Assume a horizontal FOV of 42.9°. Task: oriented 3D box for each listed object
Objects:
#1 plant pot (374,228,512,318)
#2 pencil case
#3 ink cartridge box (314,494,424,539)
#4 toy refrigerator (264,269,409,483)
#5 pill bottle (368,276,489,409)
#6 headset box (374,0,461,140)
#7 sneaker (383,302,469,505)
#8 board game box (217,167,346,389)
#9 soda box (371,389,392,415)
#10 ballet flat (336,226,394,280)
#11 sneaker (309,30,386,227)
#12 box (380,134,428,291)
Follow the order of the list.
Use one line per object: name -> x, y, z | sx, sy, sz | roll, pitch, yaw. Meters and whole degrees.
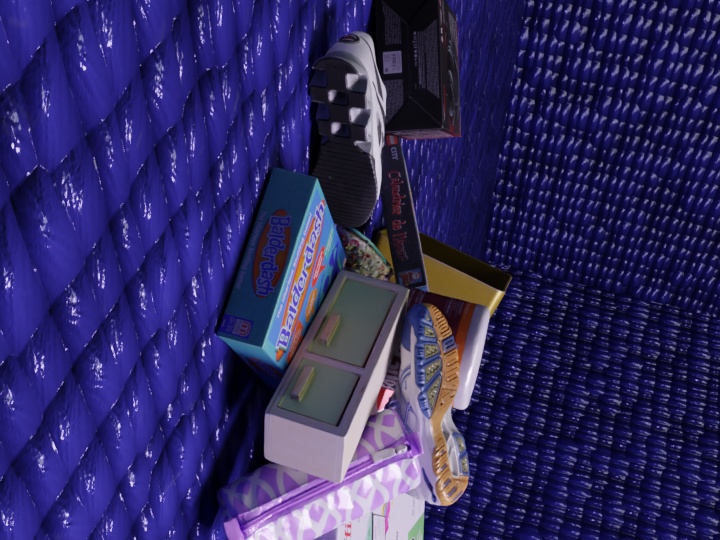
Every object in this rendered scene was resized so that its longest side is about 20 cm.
plant pot -> 0.099, 0.057, 1.380 | 0.179, 0.197, 0.200 | -67, 171, 11
pencil case -> -0.034, 0.200, 0.844 | 0.085, 0.197, 0.085 | 66, -17, -1
ink cartridge box -> -0.008, 0.252, 0.984 | 0.199, 0.083, 0.148 | 30, 59, -56
toy refrigerator -> -0.018, 0.089, 0.852 | 0.201, 0.075, 0.071 | -62, 164, -47
pill bottle -> 0.034, 0.072, 1.001 | 0.114, 0.197, 0.116 | 13, 90, -79
headset box -> 0.073, -0.234, 1.080 | 0.200, 0.076, 0.152 | -18, 107, -76
sneaker -> 0.050, 0.134, 0.915 | 0.075, 0.087, 0.204 | -11, 98, -50
board game box -> -0.065, 0.019, 0.842 | 0.200, 0.044, 0.155 | 69, 36, -70
soda box -> 0.043, 0.159, 1.269 | 0.068, 0.063, 0.203 | 38, -67, 55
ballet flat -> 0.000, 0.000, 1.096 | 0.065, 0.075, 0.200 | -58, 164, -3
sneaker -> -0.003, -0.136, 0.894 | 0.089, 0.073, 0.202 | -62, 163, -45
box -> 0.053, -0.057, 1.162 | 0.137, 0.037, 0.204 | 62, 18, -73
